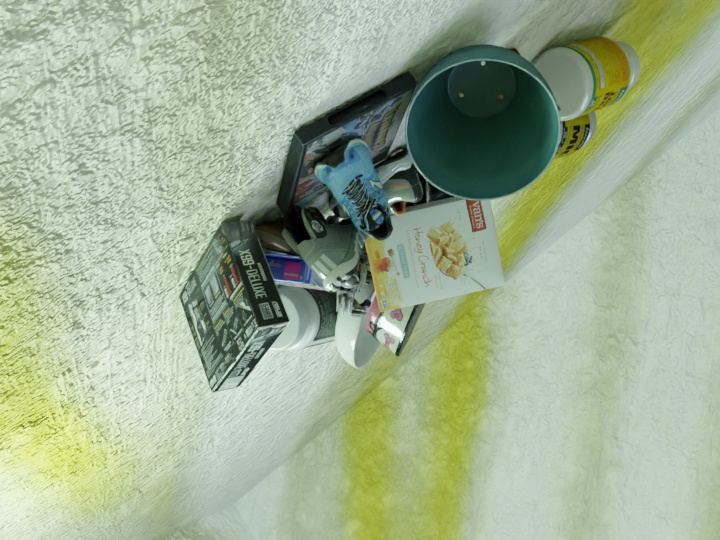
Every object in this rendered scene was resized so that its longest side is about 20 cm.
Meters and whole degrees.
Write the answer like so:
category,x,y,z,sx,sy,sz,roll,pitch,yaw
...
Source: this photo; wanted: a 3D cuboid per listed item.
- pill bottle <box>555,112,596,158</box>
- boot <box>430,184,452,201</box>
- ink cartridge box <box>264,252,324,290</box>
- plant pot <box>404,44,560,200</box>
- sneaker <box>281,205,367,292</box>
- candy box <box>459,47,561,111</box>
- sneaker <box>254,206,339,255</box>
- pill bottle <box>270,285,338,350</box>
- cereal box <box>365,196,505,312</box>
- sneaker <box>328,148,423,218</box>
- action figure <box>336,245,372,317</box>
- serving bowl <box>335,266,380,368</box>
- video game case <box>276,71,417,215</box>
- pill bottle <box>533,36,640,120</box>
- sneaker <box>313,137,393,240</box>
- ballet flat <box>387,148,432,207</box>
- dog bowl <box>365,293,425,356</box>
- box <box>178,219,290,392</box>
category,x,y,z,sx,sy,sz,roll,pitch,yaw
pill bottle,0.329,-0.249,1.802,0.114,0.115,0.199,-43,166,33
boot,0.147,-0.144,1.796,0.196,0.074,0.162,-30,166,5
ink cartridge box,-0.115,0.000,1.547,0.117,0.043,0.200,7,174,15
plant pot,0.160,-0.215,1.375,0.200,0.199,0.136,-43,-158,31
sneaker,-0.053,-0.056,1.441,0.075,0.115,0.200,-44,-167,16
candy box,0.191,-0.216,1.549,0.056,0.118,0.200,-22,162,-44
sneaker,-0.093,-0.059,1.511,0.199,0.069,0.077,16,86,-63
pill bottle,-0.105,0.080,1.846,0.114,0.115,0.199,-40,167,20
cereal box,0.110,-0.029,1.581,0.196,0.146,0.040,-13,-166,3
sneaker,0.020,-0.106,1.531,0.074,0.080,0.199,-33,-175,-33
action figure,0.000,0.000,1.662,0.200,0.068,0.132,-56,166,-77
serving bowl,0.006,0.068,1.850,0.201,0.065,0.202,-58,161,-33
video game case,-0.022,-0.164,1.379,0.179,0.026,0.200,-31,167,-21
pill bottle,0.364,-0.311,1.670,0.199,0.114,0.113,-23,163,-45
sneaker,0.006,-0.101,1.378,0.078,0.091,0.200,-36,154,3
ballet flat,0.086,-0.122,1.646,0.066,0.057,0.201,-22,145,4
dog bowl,0.073,0.036,1.733,0.200,0.073,0.203,25,89,-83
box,-0.178,0.052,1.433,0.049,0.160,0.200,-8,153,-33
